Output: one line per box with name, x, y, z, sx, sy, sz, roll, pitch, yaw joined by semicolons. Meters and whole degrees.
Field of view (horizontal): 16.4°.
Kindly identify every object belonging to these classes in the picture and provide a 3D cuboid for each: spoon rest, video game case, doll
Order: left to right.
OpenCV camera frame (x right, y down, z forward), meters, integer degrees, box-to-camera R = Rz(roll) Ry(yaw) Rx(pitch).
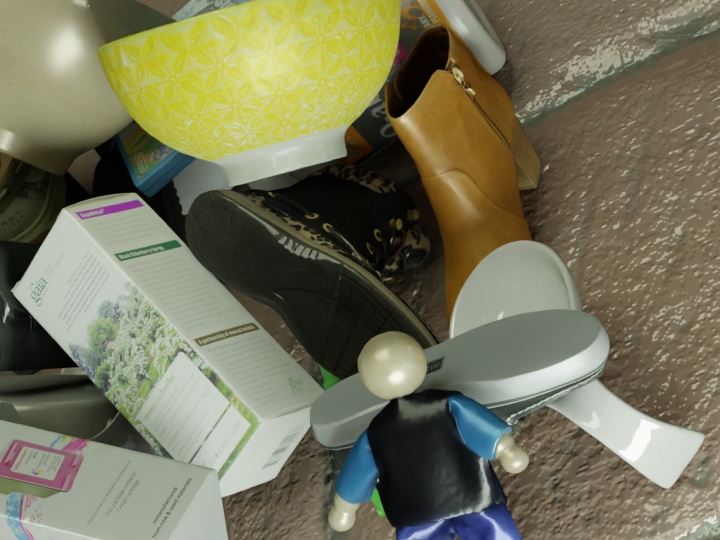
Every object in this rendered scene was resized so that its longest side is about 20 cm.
video game case;-0.096;-0.155;1.765;0.200;0.018;0.143;-40;37;9
doll;0.042;0.131;1.441;0.136;0.200;0.048;-16;7;29
spoon rest;0.121;0.055;1.514;0.200;0.061;0.099;42;104;41

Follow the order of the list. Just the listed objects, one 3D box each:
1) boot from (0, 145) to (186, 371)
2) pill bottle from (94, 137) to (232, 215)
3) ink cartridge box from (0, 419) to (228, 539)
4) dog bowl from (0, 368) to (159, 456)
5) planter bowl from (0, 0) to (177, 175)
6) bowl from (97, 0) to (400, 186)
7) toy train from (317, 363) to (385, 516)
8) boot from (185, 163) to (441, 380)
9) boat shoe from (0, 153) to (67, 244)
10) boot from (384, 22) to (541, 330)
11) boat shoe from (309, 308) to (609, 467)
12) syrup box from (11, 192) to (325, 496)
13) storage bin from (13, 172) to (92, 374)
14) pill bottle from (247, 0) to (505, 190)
boot;-0.208;-0.010;1.721;0.066;0.200;0.165;-26;75;39
pill bottle;-0.167;-0.131;1.913;0.106;0.106;0.200;-42;39;1
ink cartridge box;-0.187;0.178;1.560;0.200;0.145;0.085;12;43;21
dog bowl;-0.215;0.102;1.693;0.200;0.200;0.059;5;98;42
planter bowl;-0.231;-0.148;1.733;0.200;0.200;0.135;28;94;49
bowl;-0.061;-0.115;1.605;0.200;0.108;0.200;-14;3;1
toy train;-0.002;0.084;1.621;0.042;0.056;0.200;-35;40;9
boot;0.000;0.000;1.642;0.200;0.151;0.073;33;118;21
boat shoe;-0.252;-0.099;1.842;0.073;0.063;0.200;-28;41;17
boot;0.059;-0.050;1.623;0.071;0.144;0.201;-15;47;31
boat shoe;0.064;0.076;1.488;0.200;0.057;0.069;-18;28;29
syrup box;-0.123;0.047;1.609;0.200;0.081;0.079;46;121;19
storage bin;-0.274;-0.029;1.920;0.135;0.094;0.200;-45;40;-3
pill bottle;-0.006;-0.139;1.779;0.200;0.116;0.116;-35;40;10
